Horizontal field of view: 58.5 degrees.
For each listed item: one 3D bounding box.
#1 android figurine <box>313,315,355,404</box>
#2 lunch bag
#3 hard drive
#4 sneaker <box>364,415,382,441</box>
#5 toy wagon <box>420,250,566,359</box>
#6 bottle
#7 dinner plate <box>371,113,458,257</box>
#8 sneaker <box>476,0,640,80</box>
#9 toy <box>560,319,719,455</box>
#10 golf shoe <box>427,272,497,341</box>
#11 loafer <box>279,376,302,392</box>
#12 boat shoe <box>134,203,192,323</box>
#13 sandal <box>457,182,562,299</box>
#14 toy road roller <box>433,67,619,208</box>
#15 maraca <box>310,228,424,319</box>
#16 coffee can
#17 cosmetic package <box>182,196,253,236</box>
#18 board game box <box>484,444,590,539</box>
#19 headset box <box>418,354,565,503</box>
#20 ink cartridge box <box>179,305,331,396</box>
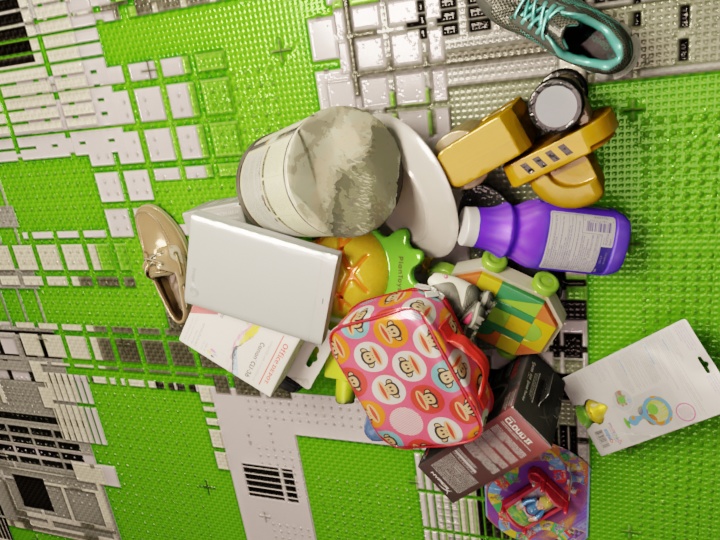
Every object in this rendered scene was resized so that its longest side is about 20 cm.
[{"bbox_3d":[0.009,0.103,0.952,0.181,0.041,0.201,5,95,28],"label":"android figurine"},{"bbox_3d":[0.073,0.121,0.790,0.176,0.082,0.201,-17,107,35],"label":"lunch bag"},{"bbox_3d":[-0.131,0.010,0.841,0.199,0.026,0.132,16,115,9],"label":"hard drive"},{"bbox_3d":[0.074,0.206,0.964,0.200,0.089,0.079,-39,92,30],"label":"sneaker"},{"bbox_3d":[0.166,0.041,0.857,0.199,0.040,0.156,25,139,11],"label":"toy wagon"},{"bbox_3d":[0.218,-0.043,0.774,0.199,0.065,0.084,5,107,-7],"label":"bottle"},{"bbox_3d":[0.049,-0.100,0.814,0.200,0.024,0.201,49,158,28],"label":"dinner plate"},{"bbox_3d":[0.215,-0.275,0.704,0.199,0.091,0.078,29,118,9],"label":"sneaker"},{"bbox_3d":[0.371,0.154,0.838,0.200,0.047,0.116,-40,69,40],"label":"toy"},{"bbox_3d":[0.104,0.088,0.859,0.088,0.077,0.201,31,126,13],"label":"golf shoe"},{"bbox_3d":[-0.174,0.137,1.053,0.200,0.068,0.071,34,128,12],"label":"loafer"},{"bbox_3d":[-0.316,-0.011,1.047,0.071,0.065,0.201,-18,104,27],"label":"boat shoe"},{"bbox_3d":[0.193,-0.033,0.847,0.075,0.048,0.201,-28,112,28],"label":"sandal"},{"bbox_3d":[0.200,-0.132,0.751,0.199,0.123,0.146,-25,101,29],"label":"toy road roller"},{"bbox_3d":[0.000,0.000,0.866,0.199,0.107,0.138,3,98,38],"label":"maraca"},{"bbox_3d":[-0.058,-0.113,0.798,0.200,0.146,0.147,7,122,64],"label":"coffee can"},{"bbox_3d":[-0.182,-0.009,0.982,0.106,0.090,0.201,-8,105,21],"label":"cosmetic package"},{"bbox_3d":[0.263,0.352,0.976,0.157,0.039,0.201,3,112,21],"label":"board game box"},{"bbox_3d":[0.188,0.206,0.880,0.075,0.149,0.200,46,124,-1],"label":"headset box"},{"bbox_3d":[-0.146,0.096,0.928,0.199,0.068,0.117,30,115,4],"label":"ink cartridge box"}]
